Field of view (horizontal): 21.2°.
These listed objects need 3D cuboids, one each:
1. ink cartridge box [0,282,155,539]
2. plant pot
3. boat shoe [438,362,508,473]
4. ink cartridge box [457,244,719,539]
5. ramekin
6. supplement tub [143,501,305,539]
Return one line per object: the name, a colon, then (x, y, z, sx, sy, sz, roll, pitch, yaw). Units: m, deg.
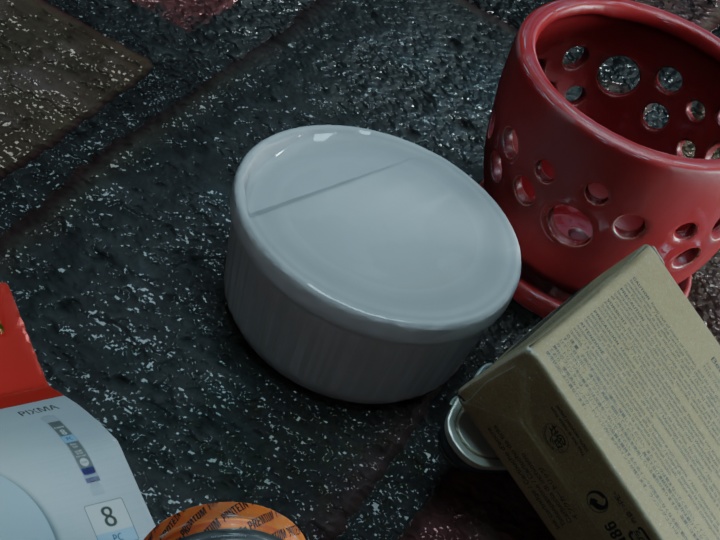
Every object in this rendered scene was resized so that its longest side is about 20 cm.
ink cartridge box: (-0.213, 0.093, 1.040, 0.159, 0.047, 0.201, -10, 67, -42)
plant pot: (0.177, -0.068, 1.374, 0.198, 0.184, 0.201, 14, 37, -11)
boat shoe: (0.111, 0.086, 1.245, 0.199, 0.062, 0.075, -31, 86, -46)
ink cartridge box: (0.176, 0.109, 1.188, 0.201, 0.075, 0.164, 55, 42, 2)
ramekin: (0.000, 0.000, 1.278, 0.200, 0.095, 0.203, 13, 38, -11)
supplement tub: (-0.062, 0.221, 0.953, 0.121, 0.123, 0.201, 9, 38, -16)
